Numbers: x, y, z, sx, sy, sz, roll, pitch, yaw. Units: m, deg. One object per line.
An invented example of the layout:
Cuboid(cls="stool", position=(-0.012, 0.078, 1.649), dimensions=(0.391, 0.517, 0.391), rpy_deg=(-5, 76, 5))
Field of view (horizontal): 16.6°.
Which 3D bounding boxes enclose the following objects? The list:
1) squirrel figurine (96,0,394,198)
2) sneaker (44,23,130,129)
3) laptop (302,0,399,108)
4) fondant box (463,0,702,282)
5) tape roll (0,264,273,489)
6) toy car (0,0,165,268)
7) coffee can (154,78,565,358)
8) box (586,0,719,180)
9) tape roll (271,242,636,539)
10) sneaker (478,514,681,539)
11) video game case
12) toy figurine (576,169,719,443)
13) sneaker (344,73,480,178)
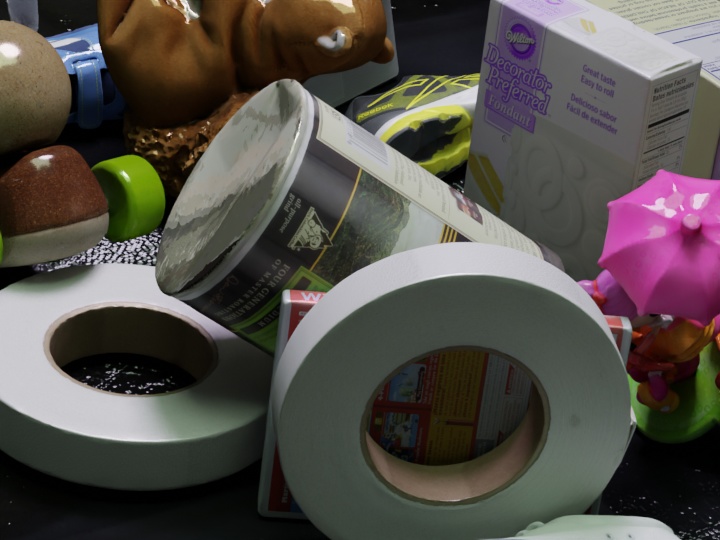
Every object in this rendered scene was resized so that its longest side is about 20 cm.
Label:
Cuboid(cls="squirrel figurine", position=(-0.072, -0.136, 1.703), dimensions=(0.186, 0.201, 0.141), rpy_deg=(-1, -5, 17))
Cuboid(cls="sneaker", position=(-0.226, -0.131, 1.796), dimensions=(0.199, 0.074, 0.082), rpy_deg=(-3, 31, -3))
Cuboid(cls="laptop", position=(0.004, -0.209, 1.828), dimensions=(0.116, 0.201, 0.187), rpy_deg=(8, 25, 36))
Cuboid(cls="fondant box", position=(0.142, -0.074, 1.655), dimensions=(0.058, 0.201, 0.144), rpy_deg=(-20, 40, -40))
Cuboid(cls="tape roll", position=(-0.140, 0.061, 1.504), dimensions=(0.202, 0.037, 0.203), rpy_deg=(6, 29, -4))
Cuboid(cls="toy car", position=(-0.239, -0.102, 1.578), dimensions=(0.157, 0.201, 0.164), rpy_deg=(-2, 12, 46))
Cuboid(cls="coffee can", position=(0.000, 0.000, 1.467), dimensions=(0.200, 0.146, 0.147), rpy_deg=(32, 23, -22))
Cuboid(cls="box", position=(0.211, -0.099, 1.737), dimensions=(0.096, 0.177, 0.200), rpy_deg=(-14, 36, -33))
Cuboid(cls="tape roll", position=(0.051, 0.078, 1.374), dimensions=(0.202, 0.204, 0.037), rpy_deg=(2, 30, -11))
Cuboid(cls="sneaker", position=(0.100, 0.173, 1.367), dimensions=(0.199, 0.073, 0.071), rpy_deg=(5, 20, -24))
Cuboid(cls="video game case", position=(0.047, 0.084, 1.418), dimensions=(0.199, 0.144, 0.017), rpy_deg=(5, 27, -6))
Cuboid(cls="toy figurine", position=(0.194, 0.015, 1.466), dimensions=(0.184, 0.200, 0.151), rpy_deg=(30, 45, -44))
Cuboid(cls="sneaker", position=(0.072, -0.123, 1.847), dimensions=(0.199, 0.075, 0.085), rpy_deg=(-17, 38, -36))
